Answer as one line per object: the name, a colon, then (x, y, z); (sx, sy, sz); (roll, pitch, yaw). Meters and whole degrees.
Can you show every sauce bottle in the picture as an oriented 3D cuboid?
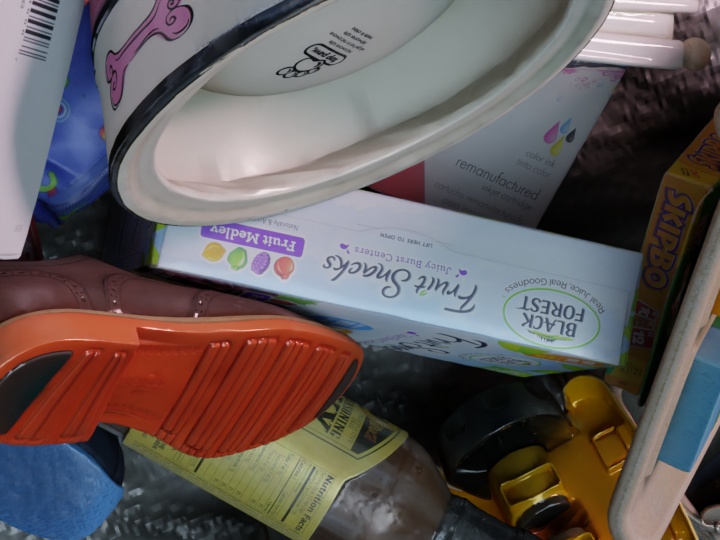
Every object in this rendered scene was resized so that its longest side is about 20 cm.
sauce bottle: (-0.016, 0.083, 1.258); (0.199, 0.065, 0.065); (30, 104, -5)

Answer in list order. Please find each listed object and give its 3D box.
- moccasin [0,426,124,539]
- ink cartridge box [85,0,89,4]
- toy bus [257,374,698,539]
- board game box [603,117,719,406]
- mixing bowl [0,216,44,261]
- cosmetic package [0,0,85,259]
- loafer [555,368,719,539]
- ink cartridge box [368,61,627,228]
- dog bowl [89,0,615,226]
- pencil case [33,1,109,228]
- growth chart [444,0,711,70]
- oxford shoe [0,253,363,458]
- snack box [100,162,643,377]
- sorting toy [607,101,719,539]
moccasin: (-0.188, 0.043, 1.268); (0.200, 0.068, 0.080); (40, 111, -11)
ink cartridge box: (-0.157, -0.187, 1.153); (0.162, 0.050, 0.200); (-39, 101, 3)
toy bus: (0.057, 0.164, 1.376); (0.199, 0.136, 0.192); (-27, 151, -2)
board game box: (0.146, -0.016, 1.292); (0.030, 0.200, 0.096); (18, 111, 10)
mixing bowl: (-0.233, 0.013, 1.166); (0.199, 0.108, 0.202); (2, 97, 13)
cosmetic package: (-0.200, -0.124, 1.047); (0.199, 0.123, 0.201); (15, 92, 7)
loafer: (0.165, 0.089, 1.413); (0.072, 0.063, 0.200); (-46, 119, 6)
ink cartridge box: (0.061, -0.124, 1.273); (0.116, 0.068, 0.201); (21, 106, -26)
dog bowl: (-0.010, -0.096, 1.093); (0.199, 0.074, 0.200); (-22, 164, -7)
pencil case: (-0.079, -0.101, 1.229); (0.200, 0.087, 0.078); (-39, 144, 4)
growth chart: (0.095, -0.176, 1.222); (0.144, 0.018, 0.201); (13, 75, -27)
oxford shoe: (-0.080, 0.023, 1.166); (0.199, 0.073, 0.071); (8, 125, -47)
snack box: (0.000, 0.000, 1.250); (0.199, 0.142, 0.053); (12, 85, -13)
sorting toy: (0.158, -0.007, 1.218); (0.036, 0.185, 0.201); (19, 122, 13)
